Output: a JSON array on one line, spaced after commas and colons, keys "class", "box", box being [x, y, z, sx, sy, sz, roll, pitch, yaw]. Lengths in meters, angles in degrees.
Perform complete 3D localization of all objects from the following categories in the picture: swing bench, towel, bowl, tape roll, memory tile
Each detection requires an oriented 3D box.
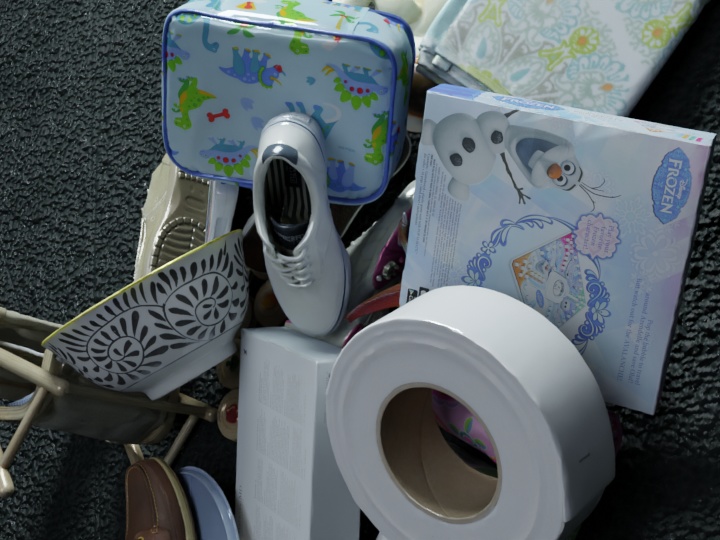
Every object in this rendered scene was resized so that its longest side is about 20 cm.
[{"class": "swing bench", "box": [-0.285, 0.123, 1.168, 0.200, 0.199, 0.130, 39, 102, 39]}, {"class": "towel", "box": [0.161, -0.198, 0.944, 0.171, 0.048, 0.200, 35, 92, 6]}, {"class": "bowl", "box": [-0.168, 0.052, 1.056, 0.201, 0.201, 0.094, -30, 92, 29]}, {"class": "tape roll", "box": [0.073, 0.115, 0.841, 0.202, 0.071, 0.203, 17, 118, 34]}, {"class": "memory tile", "box": [-0.083, 0.055, 1.144, 0.153, 0.017, 0.200, -18, 66, 34]}]

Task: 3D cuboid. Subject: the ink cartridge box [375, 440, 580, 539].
[{"class": "ink cartridge box", "box": [0.068, 0.252, 0.942, 0.145, 0.048, 0.200, 27, 96, 41]}]

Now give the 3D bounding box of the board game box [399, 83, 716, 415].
[{"class": "board game box", "box": [0.133, -0.017, 0.856, 0.199, 0.043, 0.200, 14, 112, 19]}]

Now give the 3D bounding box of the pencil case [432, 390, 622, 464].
[{"class": "pencil case", "box": [0.105, 0.103, 0.936, 0.200, 0.087, 0.088, 29, 96, 41]}]

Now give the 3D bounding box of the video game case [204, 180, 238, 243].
[{"class": "video game case", "box": [-0.128, -0.123, 1.146, 0.182, 0.023, 0.200, 117, 156, -66]}]

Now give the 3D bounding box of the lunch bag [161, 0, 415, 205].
[{"class": "lunch bag", "box": [-0.061, -0.140, 0.970, 0.200, 0.082, 0.161, 10, 123, 10]}]

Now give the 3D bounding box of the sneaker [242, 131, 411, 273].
[{"class": "sneaker", "box": [-0.032, -0.075, 1.111, 0.200, 0.073, 0.085, -38, 23, 16]}]

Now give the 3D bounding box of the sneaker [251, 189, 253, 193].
[{"class": "sneaker", "box": [-0.058, -0.155, 1.144, 0.091, 0.078, 0.200, 6, 80, 13]}]

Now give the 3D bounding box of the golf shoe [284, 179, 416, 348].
[{"class": "golf shoe", "box": [0.000, 0.000, 1.050, 0.091, 0.075, 0.200, 34, 98, 33]}]

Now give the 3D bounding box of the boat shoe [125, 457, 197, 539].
[{"class": "boat shoe", "box": [-0.185, 0.259, 1.057, 0.072, 0.067, 0.200, -44, 51, 45]}]

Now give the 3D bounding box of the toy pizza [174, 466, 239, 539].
[{"class": "toy pizza", "box": [-0.147, 0.279, 1.089, 0.200, 0.032, 0.201, -8, 80, 55]}]

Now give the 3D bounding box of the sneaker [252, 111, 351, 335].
[{"class": "sneaker", "box": [-0.055, -0.024, 0.954, 0.073, 0.200, 0.071, 0, 32, 17]}]

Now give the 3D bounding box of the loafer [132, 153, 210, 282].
[{"class": "loafer", "box": [-0.189, -0.040, 1.225, 0.068, 0.076, 0.200, -23, 49, 49]}]

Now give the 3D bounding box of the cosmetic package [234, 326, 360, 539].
[{"class": "cosmetic package", "box": [-0.054, 0.157, 1.004, 0.151, 0.052, 0.200, 15, 104, 58]}]

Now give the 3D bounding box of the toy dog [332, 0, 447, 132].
[{"class": "toy dog", "box": [0.075, -0.215, 1.037, 0.194, 0.140, 0.200, 18, 89, 13]}]

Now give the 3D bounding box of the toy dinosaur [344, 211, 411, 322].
[{"class": "toy dinosaur", "box": [0.119, 0.013, 0.943, 0.181, 0.105, 0.200, 42, 110, 28]}]
